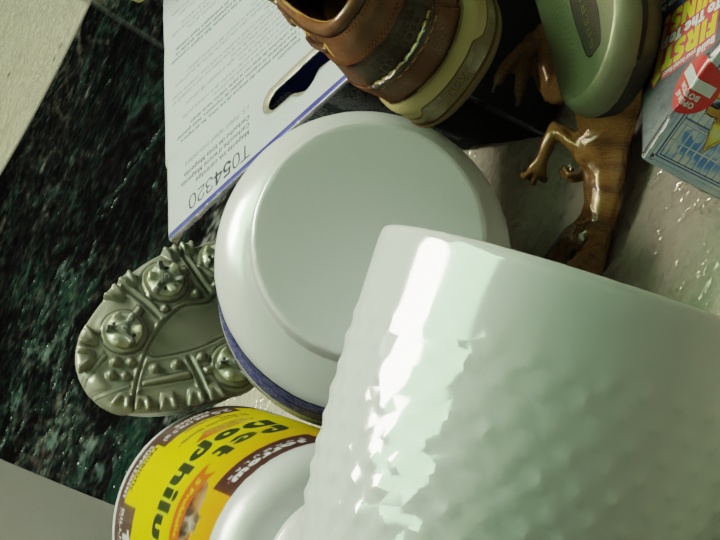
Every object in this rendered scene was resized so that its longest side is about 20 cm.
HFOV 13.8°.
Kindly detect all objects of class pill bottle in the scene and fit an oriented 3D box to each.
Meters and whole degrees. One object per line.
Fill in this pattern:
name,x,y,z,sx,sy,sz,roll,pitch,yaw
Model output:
pill bottle,-0.028,0.119,1.232,0.110,0.109,0.200,-67,21,-5
pill bottle,0.000,0.000,1.199,0.200,0.119,0.120,105,-173,-84

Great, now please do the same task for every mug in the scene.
mug,0.052,0.091,1.047,0.200,0.147,0.176,57,-130,-85

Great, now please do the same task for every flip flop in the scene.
flip flop,0.064,-0.145,1.148,0.081,0.057,0.201,116,148,-52

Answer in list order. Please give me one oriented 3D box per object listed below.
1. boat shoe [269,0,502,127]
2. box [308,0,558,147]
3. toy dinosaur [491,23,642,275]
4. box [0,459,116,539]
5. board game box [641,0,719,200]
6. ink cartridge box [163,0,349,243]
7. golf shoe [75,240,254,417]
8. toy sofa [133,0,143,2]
boat shoe,-0.009,-0.130,1.166,0.072,0.067,0.200,-54,33,15
box,0.029,-0.142,1.392,0.200,0.104,0.149,1,68,67
toy dinosaur,0.102,-0.095,1.219,0.106,0.060,0.201,-147,58,-68
box,-0.162,0.216,1.326,0.172,0.199,0.199,-56,22,28
board game box,0.170,-0.132,1.097,0.200,0.061,0.201,-36,37,54
ink cartridge box,-0.014,-0.131,1.278,0.196,0.043,0.201,-39,40,35
golf shoe,-0.053,0.024,1.371,0.200,0.078,0.097,-29,-15,-33
toy sofa,-0.079,-0.217,1.305,0.200,0.097,0.083,-37,40,36
